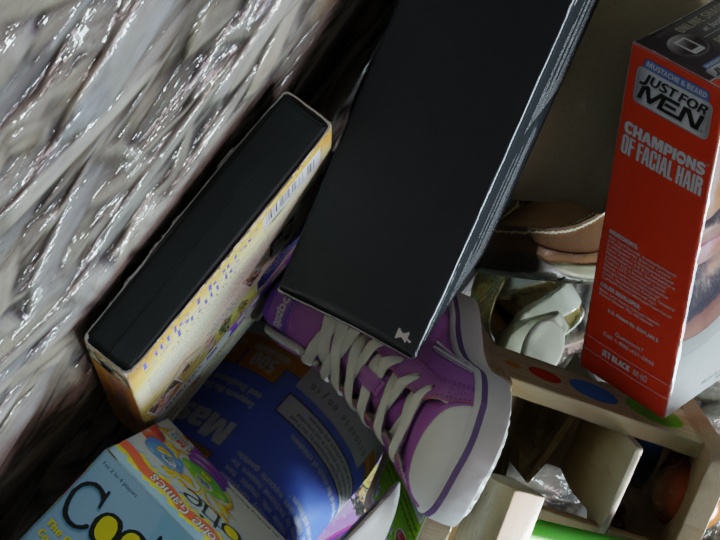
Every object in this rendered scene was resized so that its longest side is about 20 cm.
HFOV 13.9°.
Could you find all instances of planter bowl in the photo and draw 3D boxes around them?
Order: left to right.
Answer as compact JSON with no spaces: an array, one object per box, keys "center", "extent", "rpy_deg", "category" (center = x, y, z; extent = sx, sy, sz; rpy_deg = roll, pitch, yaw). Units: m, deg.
[{"center":[0.108,-0.114,1.536],"extent":[0.200,0.135,0.200],"rpy_deg":[-52,173,-9],"category":"planter bowl"}]

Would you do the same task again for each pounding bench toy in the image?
[{"center":[0.108,0.124,1.503],"extent":[0.200,0.156,0.124],"rpy_deg":[-114,-135,-71],"category":"pounding bench toy"}]

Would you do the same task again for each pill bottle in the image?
[{"center":[-0.087,0.131,1.545],"extent":[0.200,0.112,0.112],"rpy_deg":[-49,172,-29],"category":"pill bottle"}]

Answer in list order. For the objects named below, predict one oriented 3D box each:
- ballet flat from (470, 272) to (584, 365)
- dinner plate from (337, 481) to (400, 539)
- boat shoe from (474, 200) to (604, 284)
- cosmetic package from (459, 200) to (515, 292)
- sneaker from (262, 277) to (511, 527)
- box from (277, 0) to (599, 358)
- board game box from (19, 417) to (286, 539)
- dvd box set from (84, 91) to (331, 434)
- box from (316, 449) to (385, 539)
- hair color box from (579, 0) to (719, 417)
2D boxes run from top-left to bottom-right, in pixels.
[{"center":[0.093,0.034,1.678],"extent":[0.071,0.071,0.200],"rpy_deg":[-57,180,30],"category":"ballet flat"},{"center":[-0.044,0.181,1.439],"extent":[0.200,0.024,0.200],"rpy_deg":[-45,178,-2],"category":"dinner plate"},{"center":[0.122,-0.036,1.663],"extent":[0.200,0.075,0.074],"rpy_deg":[-15,108,-63],"category":"boat shoe"},{"center":[0.084,-0.092,1.695],"extent":[0.200,0.081,0.113],"rpy_deg":[-49,170,-22],"category":"cosmetic package"},{"center":[0.004,0.052,1.432],"extent":[0.073,0.114,0.201],"rpy_deg":[-63,-164,16],"category":"sneaker"},{"center":[0.046,-0.080,1.380],"extent":[0.141,0.079,0.200],"rpy_deg":[-58,172,-65],"category":"box"},{"center":[-0.135,0.180,1.390],"extent":[0.200,0.105,0.103],"rpy_deg":[-46,175,13],"category":"board game box"},{"center":[-0.068,0.004,1.380],"extent":[0.146,0.029,0.200],"rpy_deg":[-52,173,-9],"category":"dvd box set"},{"center":[-0.001,0.187,1.636],"extent":[0.200,0.137,0.039],"rpy_deg":[-43,-156,-16],"category":"box"},{"center":[0.178,-0.037,1.483],"extent":[0.111,0.064,0.200],"rpy_deg":[-30,138,-38],"category":"hair color box"}]
